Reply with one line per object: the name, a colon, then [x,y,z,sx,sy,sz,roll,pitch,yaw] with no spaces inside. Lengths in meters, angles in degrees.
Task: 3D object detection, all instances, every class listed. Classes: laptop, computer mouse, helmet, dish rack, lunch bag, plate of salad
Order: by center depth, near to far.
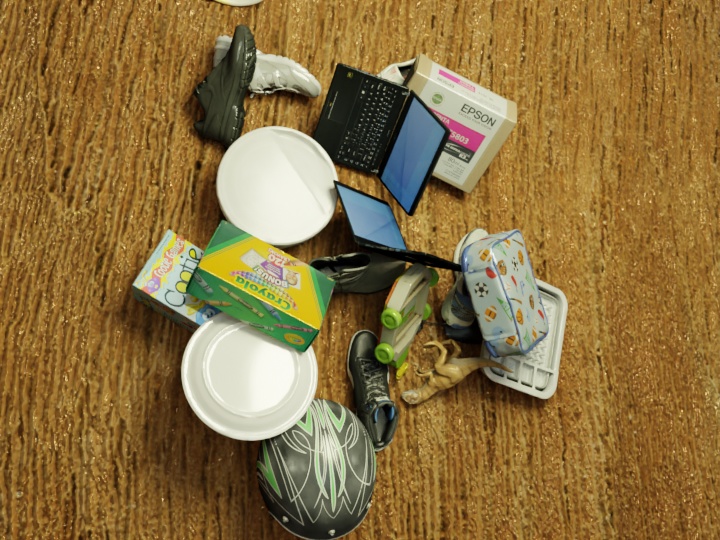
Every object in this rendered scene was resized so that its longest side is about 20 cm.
plate of salad: [-0.161,0.150,1.125,0.197,0.048,0.203,6,63,-12]
helmet: [-0.066,0.295,1.154,0.197,0.191,0.203,3,76,-14]
laptop: [0.072,-0.070,1.250,0.176,0.198,0.105,14,87,-55]
lunch bag: [0.240,0.040,1.254,0.160,0.075,0.203,-24,100,-56]
laptop: [0.025,-0.214,1.277,0.198,0.178,0.104,18,38,-8]
computer mouse: [0.142,0.090,1.340,0.197,0.034,0.059,9,77,-13]
dish rack: [0.282,0.112,1.354,0.170,0.043,0.203,21,73,-26]

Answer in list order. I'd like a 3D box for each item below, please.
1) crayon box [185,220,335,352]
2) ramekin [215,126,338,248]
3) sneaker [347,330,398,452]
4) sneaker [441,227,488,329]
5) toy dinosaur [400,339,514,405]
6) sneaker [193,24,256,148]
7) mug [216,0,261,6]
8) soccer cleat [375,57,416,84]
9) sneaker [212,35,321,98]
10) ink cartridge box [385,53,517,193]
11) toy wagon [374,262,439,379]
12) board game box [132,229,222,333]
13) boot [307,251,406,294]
crayon box: [-0.145,0.023,1.142,0.198,0.058,0.119,28,38,-10]
ramekin: [-0.141,-0.128,1.278,0.199,0.094,0.205,3,77,-14]
sneaker: [0.028,0.192,1.245,0.072,0.112,0.203,-1,78,-16]
sneaker: [0.204,0.004,1.337,0.076,0.085,0.202,22,58,-10]
toy dinosaur: [0.159,0.165,1.295,0.199,0.060,0.107,-28,65,21]
sneaker: [-0.227,-0.307,1.271,0.090,0.076,0.202,17,106,1]
mug: [-0.233,-0.575,1.330,0.184,0.149,0.155,8,68,-20]
soccer cleat: [0.039,-0.327,1.376,0.199,0.085,0.069,-30,87,-19]
sneaker: [-0.166,-0.333,1.339,0.198,0.075,0.083,19,89,-5]
ink cartridge box: [0.149,-0.253,1.345,0.198,0.166,0.076,24,38,-8]
toy wagon: [0.070,0.089,1.252,0.039,0.202,0.155,23,36,20]
board game box: [-0.244,0.042,1.207,0.199,0.105,0.104,32,71,-8]
boot: [0.000,0.000,1.269,0.197,0.131,0.069,-12,81,-18]
